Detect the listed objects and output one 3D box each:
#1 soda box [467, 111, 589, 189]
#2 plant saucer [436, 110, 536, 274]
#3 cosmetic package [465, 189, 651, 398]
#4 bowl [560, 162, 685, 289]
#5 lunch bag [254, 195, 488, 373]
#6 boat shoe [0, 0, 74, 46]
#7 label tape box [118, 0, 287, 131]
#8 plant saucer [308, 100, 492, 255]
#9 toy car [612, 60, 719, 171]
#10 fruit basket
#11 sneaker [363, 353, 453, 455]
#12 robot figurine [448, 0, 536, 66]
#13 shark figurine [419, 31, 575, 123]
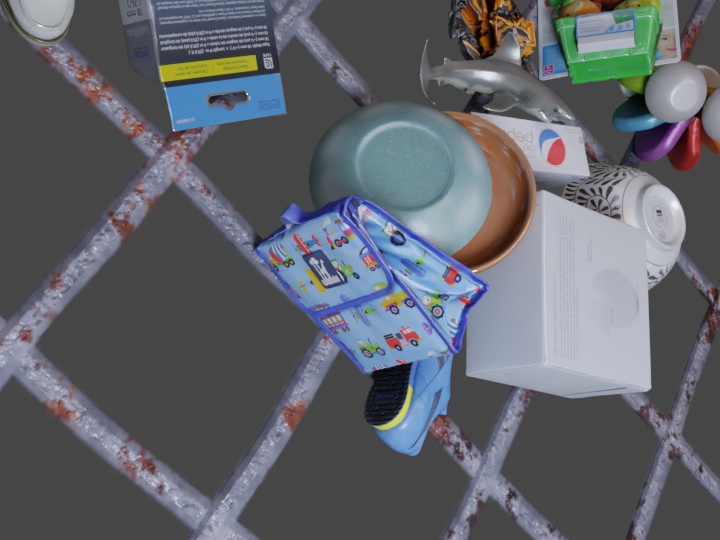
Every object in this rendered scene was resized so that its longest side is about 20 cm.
[{"bbox_3d":[0.192,-0.146,1.273,0.200,0.064,0.068,1,77,-38],"label":"soda box"},{"bbox_3d":[0.092,-0.082,1.139,0.200,0.037,0.201,0,69,0],"label":"plant saucer"},{"bbox_3d":[0.231,0.035,1.205,0.200,0.123,0.200,17,69,-40],"label":"cosmetic package"},{"bbox_3d":[0.366,-0.060,1.365,0.200,0.094,0.201,11,70,-34],"label":"bowl"},{"bbox_3d":[0.000,0.000,1.026,0.200,0.150,0.094,43,56,-21],"label":"lunch bag"},{"bbox_3d":[-0.289,-0.308,0.941,0.075,0.068,0.200,4,75,-37],"label":"boat shoe"},{"bbox_3d":[-0.160,-0.245,1.020,0.144,0.063,0.200,-16,104,-40],"label":"label tape box"},{"bbox_3d":[0.045,-0.104,1.098,0.201,0.039,0.201,1,67,-4],"label":"plant saucer"},{"bbox_3d":[0.442,-0.218,1.441,0.200,0.175,0.150,17,110,-14],"label":"toy car"},{"bbox_3d":[0.327,-0.356,1.373,0.094,0.185,0.200,34,55,-67],"label":"fruit basket"},{"bbox_3d":[0.069,0.105,1.113,0.078,0.066,0.200,46,54,-33],"label":"sneaker"},{"bbox_3d":[0.164,-0.350,1.311,0.145,0.058,0.200,-9,83,-38],"label":"robot figurine"},{"bbox_3d":[0.151,-0.246,1.237,0.214,0.090,0.128,10,27,-22],"label":"shark figurine"}]
